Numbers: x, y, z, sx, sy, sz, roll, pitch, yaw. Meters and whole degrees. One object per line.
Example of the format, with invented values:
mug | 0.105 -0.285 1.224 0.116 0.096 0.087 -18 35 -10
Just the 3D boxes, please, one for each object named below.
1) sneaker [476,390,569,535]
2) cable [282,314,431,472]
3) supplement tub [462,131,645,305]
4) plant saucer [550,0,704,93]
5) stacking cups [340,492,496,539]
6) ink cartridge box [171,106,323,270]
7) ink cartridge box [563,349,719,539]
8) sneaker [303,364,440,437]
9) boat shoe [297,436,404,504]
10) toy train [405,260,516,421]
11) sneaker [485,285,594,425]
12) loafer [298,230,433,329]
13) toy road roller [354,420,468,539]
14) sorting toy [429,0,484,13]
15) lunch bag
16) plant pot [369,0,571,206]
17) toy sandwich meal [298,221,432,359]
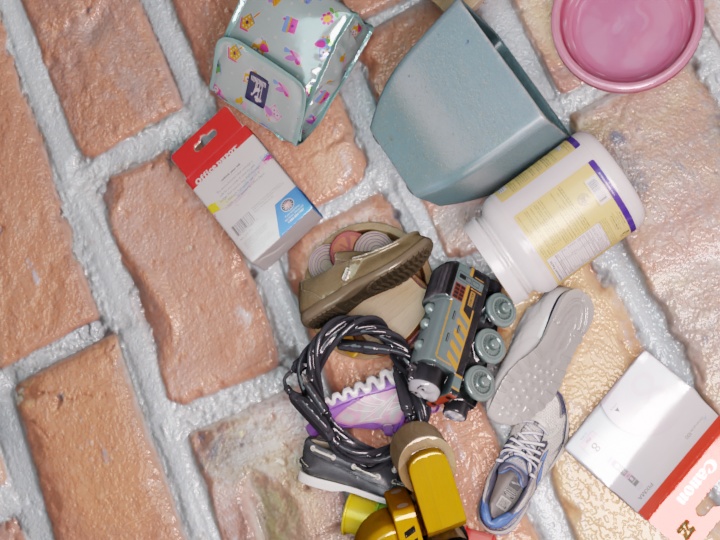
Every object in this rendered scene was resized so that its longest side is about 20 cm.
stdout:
sneaker | 0.207 0.242 1.480 0.076 0.085 0.202 22 86 16
cable | 0.010 0.156 1.488 0.163 0.051 0.200 -44 84 -10
supplement tub | 0.244 -0.064 1.490 0.199 0.145 0.146 -36 75 6
plant saucer | 0.353 -0.328 1.556 0.197 0.051 0.204 -3 80 14
stacking cups | 0.076 0.336 1.515 0.197 0.060 0.061 12 84 12
ink cartridge box | -0.159 -0.115 1.637 0.116 0.067 0.201 -41 74 4
ink cartridge box | 0.379 0.225 1.459 0.200 0.057 0.163 41 90 21
sneaker | 0.021 0.183 1.543 0.198 0.080 0.090 -25 84 8
boat shoe | 0.017 0.260 1.519 0.197 0.076 0.061 9 96 4
toy train | 0.121 0.086 1.477 0.113 0.085 0.202 30 61 -18
sneaker | 0.218 0.108 1.495 0.076 0.080 0.201 43 77 -27
loafer | 0.000 0.000 1.509 0.198 0.076 0.068 -30 71 3
toy road roller | 0.054 0.296 1.399 0.144 0.123 0.203 -15 97 -5
sorting toy | 0.139 -0.465 1.620 0.200 0.070 0.199 -45 74 3
lunch bag | -0.105 -0.296 1.628 0.169 0.122 0.202 32 98 14
plant pot | 0.130 -0.193 1.523 0.199 0.195 0.198 -38 74 16
toy sandwich meal | 0.010 0.029 1.570 0.202 0.070 0.209 -2 80 13
